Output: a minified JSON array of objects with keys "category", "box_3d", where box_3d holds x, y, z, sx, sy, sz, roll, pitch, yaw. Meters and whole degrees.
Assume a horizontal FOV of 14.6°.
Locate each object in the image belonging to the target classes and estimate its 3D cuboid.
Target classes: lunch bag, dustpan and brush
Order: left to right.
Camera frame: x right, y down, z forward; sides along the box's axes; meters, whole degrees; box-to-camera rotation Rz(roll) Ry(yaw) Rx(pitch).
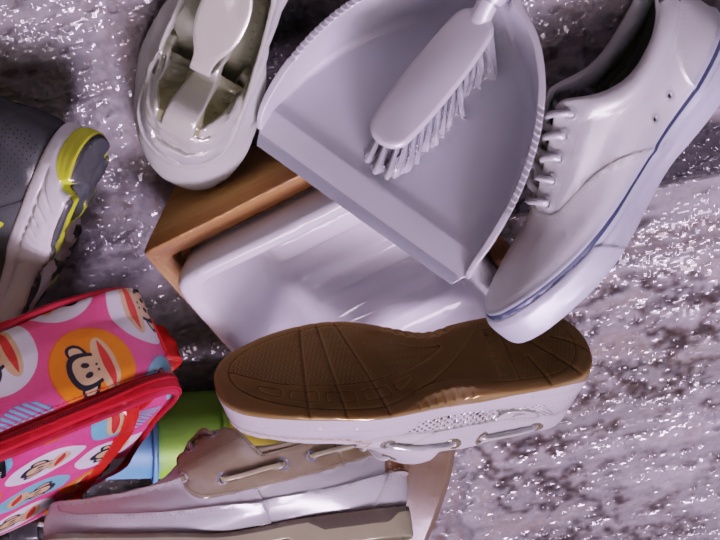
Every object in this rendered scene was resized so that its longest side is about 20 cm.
[{"category":"lunch bag","box_3d":[-0.173,0.077,1.444,0.175,0.082,0.200,-23,169,-23]},{"category":"dustpan and brush","box_3d":[0.052,-0.114,1.361,0.200,0.139,0.057,-53,164,-8]}]

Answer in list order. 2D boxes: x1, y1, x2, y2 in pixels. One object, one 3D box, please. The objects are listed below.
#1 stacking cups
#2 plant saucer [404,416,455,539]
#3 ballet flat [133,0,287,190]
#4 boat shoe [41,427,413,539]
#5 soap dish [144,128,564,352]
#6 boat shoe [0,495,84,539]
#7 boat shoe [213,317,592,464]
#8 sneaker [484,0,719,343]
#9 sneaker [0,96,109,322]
[{"category":"stacking cups","box_3d":[-0.135,0.097,1.579,0.198,0.061,0.061,-4,137,-5]},{"category":"plant saucer","box_3d":[-0.010,0.164,1.615,0.029,0.200,0.201,29,140,19]},{"category":"ballet flat","box_3d":[-0.075,-0.104,1.363,0.069,0.070,0.201,6,134,-19]},{"category":"boat shoe","box_3d":[-0.073,0.118,1.485,0.199,0.069,0.075,-3,169,-16]},{"category":"soap dish","box_3d":[0.000,0.000,1.485,0.157,0.082,0.200,-26,136,14]},{"category":"boat shoe","box_3d":[-0.174,0.186,1.656,0.071,0.068,0.201,-15,140,2]},{"category":"boat shoe","box_3d":[0.021,0.071,1.453,0.199,0.071,0.070,-3,136,-13]},{"category":"sneaker","box_3d":[0.114,-0.059,1.428,0.071,0.073,0.201,35,87,-22]},{"category":"sneaker","box_3d":[-0.189,-0.027,1.433,0.084,0.075,0.200,33,139,0]}]
